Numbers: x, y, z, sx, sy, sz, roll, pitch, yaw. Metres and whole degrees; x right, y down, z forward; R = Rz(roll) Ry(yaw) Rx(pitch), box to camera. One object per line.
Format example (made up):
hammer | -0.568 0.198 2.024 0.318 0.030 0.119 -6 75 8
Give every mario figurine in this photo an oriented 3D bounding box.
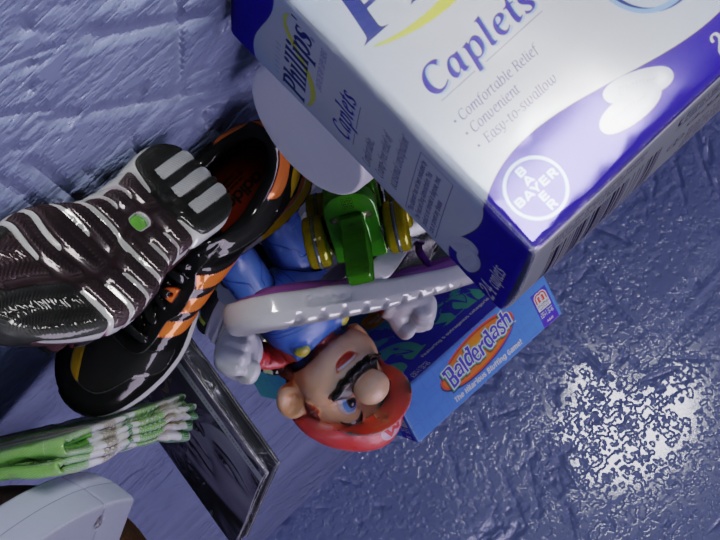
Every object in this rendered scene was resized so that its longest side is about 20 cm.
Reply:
mario figurine | -0.021 0.035 1.378 0.123 0.200 0.106 -23 -148 13

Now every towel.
towel | -0.194 0.111 1.284 0.149 0.031 0.200 -15 180 17

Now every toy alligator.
toy alligator | -0.003 -0.048 1.298 0.059 0.054 0.200 -10 -160 6

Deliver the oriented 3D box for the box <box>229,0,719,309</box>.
box | 0.069 -0.122 1.046 0.184 0.200 0.105 -42 170 -12

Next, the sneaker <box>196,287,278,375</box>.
sneaker | -0.028 0.002 1.621 0.200 0.076 0.075 -42 170 -22

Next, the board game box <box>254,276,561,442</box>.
board game box | 0.026 0.047 1.615 0.152 0.045 0.200 -41 -153 -25

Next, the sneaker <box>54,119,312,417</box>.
sneaker | -0.108 -0.007 1.238 0.200 0.070 0.090 -50 169 -3

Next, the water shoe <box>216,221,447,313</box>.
water shoe | -0.001 0.001 1.551 0.199 0.079 0.071 -23 -151 -15

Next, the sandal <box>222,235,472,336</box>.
sandal | 0.005 -0.001 1.311 0.202 0.050 0.082 -13 -179 -44

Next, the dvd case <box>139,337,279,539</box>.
dvd case | -0.110 0.093 1.422 0.016 0.149 0.200 -33 168 -19

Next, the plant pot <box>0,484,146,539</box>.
plant pot | -0.241 0.211 1.373 0.187 0.187 0.200 -45 158 2

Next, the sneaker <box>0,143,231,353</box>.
sneaker | -0.149 0.015 1.124 0.116 0.076 0.200 -46 173 34

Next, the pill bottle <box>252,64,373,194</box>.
pill bottle | 0.040 -0.131 1.190 0.200 0.109 0.109 -41 171 -25

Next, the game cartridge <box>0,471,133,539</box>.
game cartridge | -0.198 0.186 1.200 0.200 0.041 0.133 -31 150 -61

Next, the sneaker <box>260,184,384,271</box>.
sneaker | 0.002 -0.046 1.496 0.200 0.088 0.076 -38 168 -47
